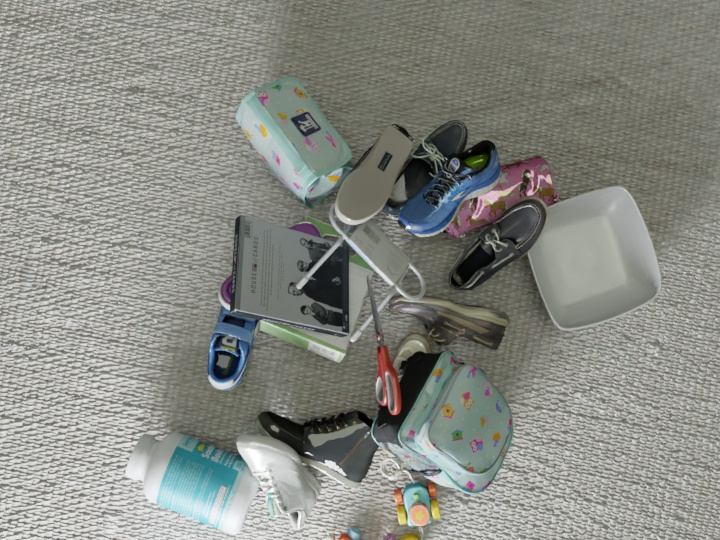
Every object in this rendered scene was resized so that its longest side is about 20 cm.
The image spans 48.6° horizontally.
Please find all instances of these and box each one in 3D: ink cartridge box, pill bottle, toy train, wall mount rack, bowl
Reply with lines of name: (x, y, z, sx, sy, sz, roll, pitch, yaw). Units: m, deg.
ink cartridge box: (-0.061, 0.028, 1.296, 0.144, 0.048, 0.202, 21, 64, 0)
pill bottle: (-0.260, 0.324, 1.244, 0.197, 0.111, 0.112, 22, 87, 0)
toy train: (0.042, 0.409, 1.262, 0.149, 0.056, 0.202, 29, 93, -2)
wall mount rack: (0.000, 0.000, 1.230, 0.200, 0.074, 0.174, 44, 46, -7)
bowl: (0.366, -0.018, 1.287, 0.197, 0.075, 0.203, -19, 87, -1)

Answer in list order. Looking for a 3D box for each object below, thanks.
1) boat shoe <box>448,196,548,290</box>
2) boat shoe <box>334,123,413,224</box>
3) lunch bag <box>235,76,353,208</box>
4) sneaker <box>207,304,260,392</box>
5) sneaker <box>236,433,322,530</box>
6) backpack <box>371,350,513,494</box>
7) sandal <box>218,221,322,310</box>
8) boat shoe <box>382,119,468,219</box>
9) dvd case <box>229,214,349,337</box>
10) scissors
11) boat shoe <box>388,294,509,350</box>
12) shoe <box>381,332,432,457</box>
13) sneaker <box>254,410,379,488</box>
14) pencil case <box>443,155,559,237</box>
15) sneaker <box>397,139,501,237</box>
boat shoe: (0.212, -0.035, 1.243, 0.073, 0.063, 0.200, 50, 123, 8)
boat shoe: (0.013, -0.133, 1.247, 0.074, 0.093, 0.201, 37, 59, -2)
lunch bag: (-0.098, -0.195, 1.224, 0.121, 0.200, 0.171, -37, 87, 5)
sneaker: (-0.198, 0.096, 1.271, 0.073, 0.082, 0.204, 11, 85, 1)
sneaker: (-0.126, 0.323, 1.207, 0.074, 0.201, 0.089, -6, 47, 34)
backpack: (0.144, 0.237, 1.215, 0.200, 0.152, 0.177, 45, 63, -27)
sandal: (-0.133, -0.008, 1.247, 0.082, 0.050, 0.202, 43, 67, 10)
boat shoe: (0.105, -0.169, 1.298, 0.200, 0.062, 0.075, -44, 85, -4)
dvd case: (-0.103, 0.011, 1.213, 0.198, 0.025, 0.153, 15, 64, -32)
scissors: (0.035, 0.109, 1.172, 0.014, 0.073, 0.204, -5, 93, -21)
boat shoe: (0.139, 0.085, 1.280, 0.197, 0.074, 0.075, 11, 88, 2)
shoe: (0.076, 0.201, 1.282, 0.069, 0.053, 0.203, 12, 87, 0)
sneaker: (-0.062, 0.250, 1.262, 0.198, 0.075, 0.107, 29, 99, -9)
pencil case: (0.219, -0.119, 1.288, 0.197, 0.083, 0.088, -19, 118, -2)
sneaker: (0.131, -0.132, 1.210, 0.199, 0.090, 0.078, -40, 60, -16)
